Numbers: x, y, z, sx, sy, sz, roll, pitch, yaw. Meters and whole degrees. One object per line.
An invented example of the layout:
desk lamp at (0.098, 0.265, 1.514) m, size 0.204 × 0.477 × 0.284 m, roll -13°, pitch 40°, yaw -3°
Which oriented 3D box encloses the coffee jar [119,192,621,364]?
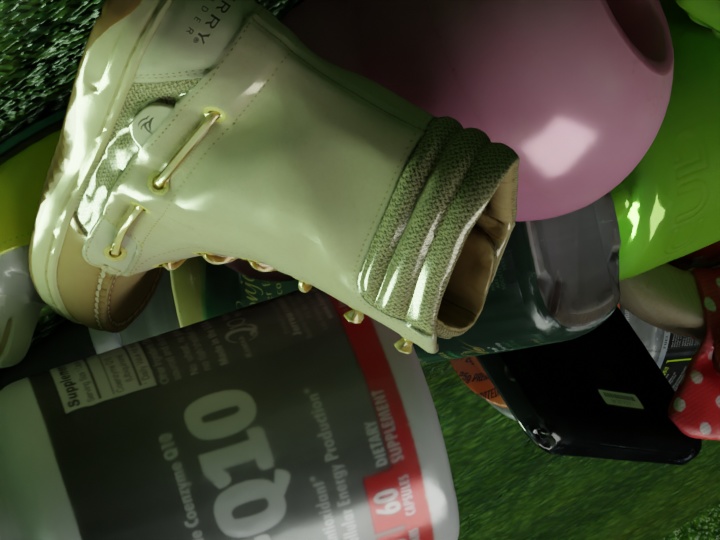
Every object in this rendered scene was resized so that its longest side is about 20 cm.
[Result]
coffee jar at (0.000, 0.000, 1.237) m, size 0.199 × 0.086 × 0.104 m, roll -11°, pitch -178°, yaw 26°

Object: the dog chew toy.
dog chew toy at (0.015, -0.059, 1.119) m, size 0.199 × 0.125 × 0.124 m, roll -26°, pitch 169°, yaw 24°

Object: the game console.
game console at (0.044, 0.042, 1.402) m, size 0.116 × 0.176 × 0.200 m, roll -39°, pitch 161°, yaw 18°

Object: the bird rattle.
bird rattle at (0.177, -0.014, 1.444) m, size 0.113 × 0.162 × 0.201 m, roll 94°, pitch 22°, yaw -71°

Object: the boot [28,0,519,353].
boot at (-0.030, -0.014, 1.049) m, size 0.073 × 0.155 × 0.200 m, roll -57°, pitch 173°, yaw -37°

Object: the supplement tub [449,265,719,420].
supplement tub at (0.127, 0.023, 1.621) m, size 0.122 × 0.123 × 0.200 m, roll -35°, pitch 166°, yaw 22°

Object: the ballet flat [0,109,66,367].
ballet flat at (-0.163, 0.018, 1.128) m, size 0.199 × 0.067 × 0.067 m, roll -33°, pitch 164°, yaw 13°

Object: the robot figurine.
robot figurine at (0.138, -0.067, 1.330) m, size 0.199 × 0.116 × 0.176 m, roll -22°, pitch 166°, yaw -30°

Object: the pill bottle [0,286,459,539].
pill bottle at (-0.073, 0.083, 1.126) m, size 0.199 × 0.115 × 0.114 m, roll -18°, pitch 165°, yaw -9°

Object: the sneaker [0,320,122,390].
sneaker at (-0.114, 0.107, 1.388) m, size 0.099 × 0.201 × 0.071 m, roll -23°, pitch -148°, yaw 10°
